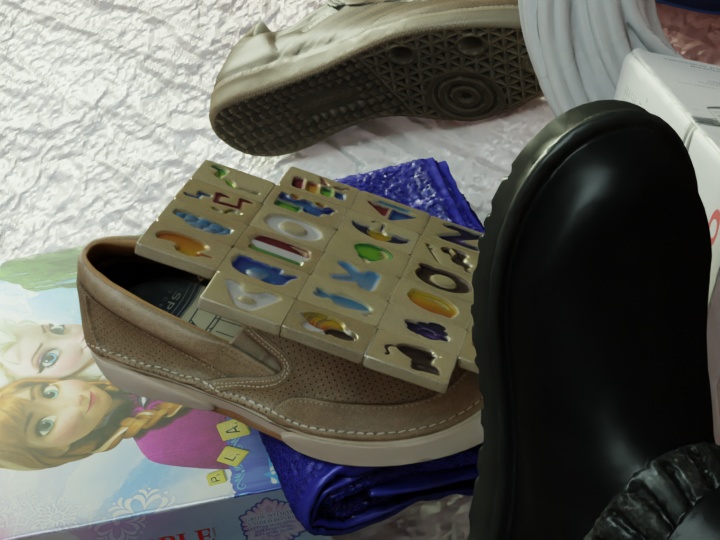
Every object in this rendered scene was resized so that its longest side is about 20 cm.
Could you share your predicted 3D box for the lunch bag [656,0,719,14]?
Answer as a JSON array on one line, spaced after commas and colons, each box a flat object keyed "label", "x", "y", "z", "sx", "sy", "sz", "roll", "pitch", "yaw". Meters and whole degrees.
[{"label": "lunch bag", "x": 0.133, "y": -0.207, "z": 1.248, "sx": 0.200, "sy": 0.132, "sz": 0.136, "roll": 26, "pitch": 90, "yaw": 48}]

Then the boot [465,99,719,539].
[{"label": "boot", "x": 0.107, "y": 0.064, "z": 0.832, "sx": 0.079, "sy": 0.212, "sz": 0.158, "roll": -9, "pitch": 23, "yaw": -28}]

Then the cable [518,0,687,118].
[{"label": "cable", "x": 0.163, "y": -0.119, "z": 1.120, "sx": 0.200, "sy": 0.200, "sz": 0.069, "roll": -25, "pitch": 3, "yaw": -6}]

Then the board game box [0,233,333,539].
[{"label": "board game box", "x": -0.120, "y": 0.062, "z": 1.202, "sx": 0.199, "sy": 0.041, "sz": 0.200, "roll": -11, "pitch": 38, "yaw": 1}]

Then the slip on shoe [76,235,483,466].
[{"label": "slip on shoe", "x": -0.029, "y": 0.025, "z": 1.082, "sx": 0.200, "sy": 0.061, "sz": 0.076, "roll": 14, "pitch": 49, "yaw": 29}]

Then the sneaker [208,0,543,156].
[{"label": "sneaker", "x": 0.014, "y": -0.115, "z": 1.301, "sx": 0.200, "sy": 0.070, "sz": 0.076, "roll": -10, "pitch": 49, "yaw": 27}]

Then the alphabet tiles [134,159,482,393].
[{"label": "alphabet tiles", "x": 0.000, "y": 0.000, "z": 1.078, "sx": 0.200, "sy": 0.166, "sz": 0.006, "roll": -63, "pitch": -8, "yaw": -71}]

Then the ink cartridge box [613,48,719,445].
[{"label": "ink cartridge box", "x": 0.141, "y": 0.014, "z": 0.995, "sx": 0.200, "sy": 0.083, "sz": 0.145, "roll": -107, "pitch": 29, "yaw": -71}]

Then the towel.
[{"label": "towel", "x": 0.012, "y": 0.025, "z": 1.155, "sx": 0.147, "sy": 0.050, "sz": 0.200, "roll": -10, "pitch": 40, "yaw": -19}]
